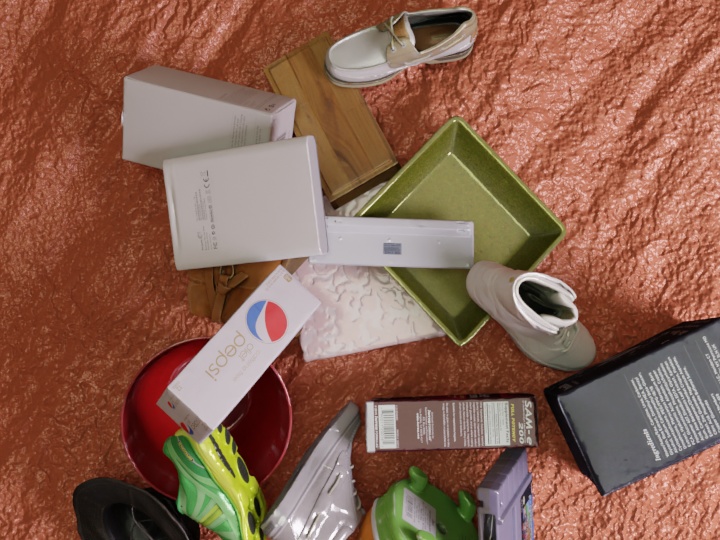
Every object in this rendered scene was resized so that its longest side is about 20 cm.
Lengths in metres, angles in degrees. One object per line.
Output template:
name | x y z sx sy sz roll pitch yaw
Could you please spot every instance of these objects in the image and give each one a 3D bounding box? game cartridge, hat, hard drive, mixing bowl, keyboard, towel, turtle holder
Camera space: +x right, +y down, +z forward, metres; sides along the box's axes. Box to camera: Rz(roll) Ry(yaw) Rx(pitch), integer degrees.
game cartridge | 0.168 0.316 1.097 0.038 0.129 0.204 3 104 29
hat | -0.254 0.309 1.178 0.197 0.081 0.204 16 125 23
hard drive | -0.137 -0.076 1.129 0.196 0.026 0.135 -6 93 24
mixing bowl | -0.183 0.166 1.164 0.196 0.108 0.205 -1 100 -7
keyboard | 0.037 -0.033 1.130 0.196 0.011 0.058 2 86 -7
towel | 0.000 0.000 1.209 0.187 0.032 0.204 -12 84 6
turtle holder | 0.077 0.330 1.135 0.132 0.184 0.142 -46 47 25

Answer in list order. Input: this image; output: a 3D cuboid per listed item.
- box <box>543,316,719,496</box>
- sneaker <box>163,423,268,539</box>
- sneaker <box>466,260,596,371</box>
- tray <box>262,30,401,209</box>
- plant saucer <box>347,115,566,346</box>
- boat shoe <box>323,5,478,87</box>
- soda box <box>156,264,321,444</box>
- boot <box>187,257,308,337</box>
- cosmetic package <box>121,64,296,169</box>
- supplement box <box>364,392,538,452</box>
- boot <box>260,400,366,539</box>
box | 0.321 0.146 1.079 0.197 0.197 0.119 -26 83 4
sneaker | -0.163 0.260 1.103 0.082 0.074 0.203 -13 108 20
sneaker | 0.219 0.063 1.104 0.199 0.115 0.075 34 82 -24
tray | -0.037 -0.190 1.210 0.097 0.037 0.202 -28 75 3
plant saucer | 0.114 -0.047 1.170 0.200 0.048 0.200 45 79 0
boat shoe | 0.049 -0.283 1.185 0.196 0.069 0.076 -18 75 -9
soda box | -0.131 0.089 1.063 0.068 0.064 0.201 41 57 -2
boot | -0.136 -0.024 1.183 0.152 0.073 0.204 9 91 21
cosmetic package | -0.188 -0.174 1.189 0.196 0.085 0.109 17 117 13
supplement box | 0.107 0.179 1.145 0.196 0.109 0.062 -2 84 5
boot | -0.031 0.256 1.143 0.095 0.074 0.201 38 54 -3
